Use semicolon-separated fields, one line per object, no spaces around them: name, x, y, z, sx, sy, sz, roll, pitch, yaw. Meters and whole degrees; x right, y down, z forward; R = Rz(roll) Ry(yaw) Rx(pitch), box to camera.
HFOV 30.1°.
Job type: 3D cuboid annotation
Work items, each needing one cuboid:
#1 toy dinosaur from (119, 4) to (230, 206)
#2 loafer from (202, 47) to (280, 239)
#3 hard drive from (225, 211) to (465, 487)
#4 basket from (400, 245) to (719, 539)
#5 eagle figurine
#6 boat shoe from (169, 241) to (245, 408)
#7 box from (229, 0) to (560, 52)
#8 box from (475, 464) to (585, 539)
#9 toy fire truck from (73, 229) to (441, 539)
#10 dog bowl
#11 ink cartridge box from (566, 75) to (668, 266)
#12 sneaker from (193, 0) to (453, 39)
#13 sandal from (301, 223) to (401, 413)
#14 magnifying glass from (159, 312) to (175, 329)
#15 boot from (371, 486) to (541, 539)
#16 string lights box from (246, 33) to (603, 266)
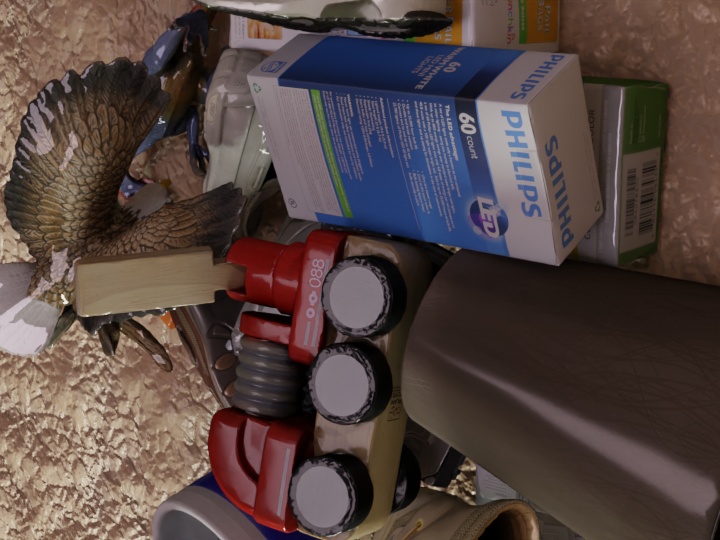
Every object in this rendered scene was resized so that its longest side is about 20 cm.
toy dinosaur;-0.141;-0.126;1.040;0.181;0.104;0.203;-30;42;52
loafer;-0.071;-0.077;0.933;0.069;0.071;0.201;16;155;2
hard drive;0.010;0.038;0.915;0.199;0.038;0.141;31;97;31
basket;0.133;0.070;0.754;0.198;0.136;0.182;20;75;28
eagle figurine;-0.172;-0.028;0.921;0.200;0.150;0.153;127;152;-58
boat shoe;-0.101;0.049;1.025;0.202;0.075;0.072;66;155;12
box;0.020;-0.193;0.847;0.198;0.101;0.114;11;106;38
box;0.145;0.219;0.864;0.154;0.041;0.203;7;102;40
toy fire truck;-0.066;0.057;0.814;0.197;0.128;0.179;13;96;26
dog bowl;-0.065;0.237;0.976;0.199;0.078;0.202;36;141;36
ink cartridge box;0.089;-0.070;0.840;0.198;0.059;0.106;11;106;38
sneaker;-0.028;-0.188;0.786;0.198;0.077;0.090;12;95;33
sandal;0.001;0.000;0.886;0.075;0.043;0.203;7;80;21
magnifying glass;-0.211;-0.026;1.128;0.200;0.022;0.080;44;123;24
boot;0.041;0.234;0.828;0.155;0.072;0.202;-17;48;67
string lights box;0.035;-0.074;0.780;0.198;0.059;0.104;12;131;36
